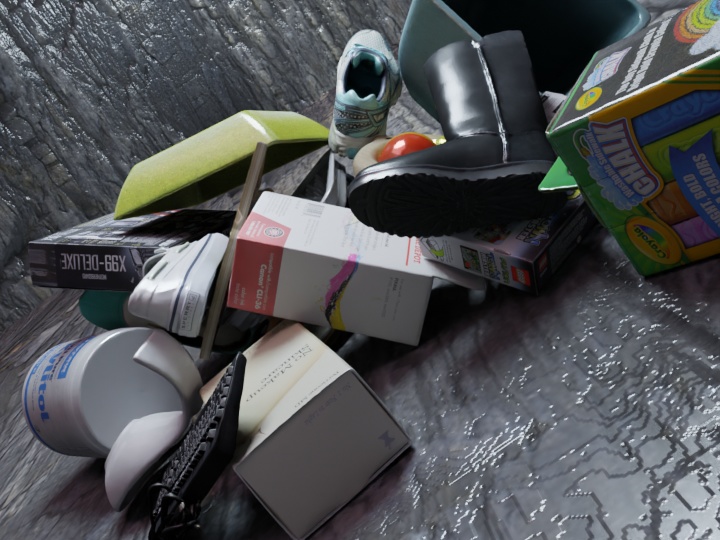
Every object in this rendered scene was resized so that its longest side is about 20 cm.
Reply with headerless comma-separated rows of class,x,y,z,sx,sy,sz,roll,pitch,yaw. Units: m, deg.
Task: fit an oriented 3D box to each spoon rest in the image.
spoon rest,-0.178,0.139,0.806,0.099,0.061,0.200,-57,-8,-48

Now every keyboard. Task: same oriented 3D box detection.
keyboard,-0.129,0.140,0.651,0.200,0.040,0.104,123,155,-48

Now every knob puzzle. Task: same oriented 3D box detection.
knob puzzle,-0.115,-0.008,0.898,0.220,0.030,0.220,-164,90,-83

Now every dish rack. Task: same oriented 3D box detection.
dish rack,-0.075,-0.028,0.997,0.200,0.044,0.172,-51,15,18

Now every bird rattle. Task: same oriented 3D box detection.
bird rattle,0.073,-0.095,0.910,0.163,0.113,0.200,1,36,13

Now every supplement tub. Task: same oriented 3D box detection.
supplement tub,-0.266,0.131,0.972,0.132,0.132,0.200,-47,17,-32

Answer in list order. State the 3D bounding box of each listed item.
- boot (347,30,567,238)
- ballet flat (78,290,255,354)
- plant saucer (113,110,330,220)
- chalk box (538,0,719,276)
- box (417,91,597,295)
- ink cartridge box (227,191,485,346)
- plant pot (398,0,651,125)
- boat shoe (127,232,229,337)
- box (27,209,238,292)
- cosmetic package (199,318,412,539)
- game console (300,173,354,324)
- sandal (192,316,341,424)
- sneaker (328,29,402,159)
boot,0.070,-0.119,0.749,0.165,0.066,0.200,-2,47,-1
ballet flat,-0.198,0.048,0.999,0.070,0.200,0.067,14,89,57
plant saucer,-0.146,-0.121,0.993,0.200,0.048,0.200,-22,2,18
chalk box,0.211,-0.088,0.594,0.200,0.124,0.125,-22,22,44
box,0.147,-0.070,0.751,0.110,0.035,0.200,21,54,36
ink cartridge box,0.000,0.000,0.781,0.116,0.200,0.068,-75,-3,-66
plant pot,0.157,-0.243,1.041,0.196,0.196,0.200,-45,-3,-27
boat shoe,-0.162,0.001,0.835,0.200,0.067,0.074,-108,34,-79
box,-0.231,-0.026,0.997,0.158,0.050,0.200,2,15,15
cosmetic package,-0.050,0.107,0.686,0.104,0.073,0.200,-40,15,-9
game console,-0.043,-0.022,1.023,0.177,0.031,0.200,-54,16,3
sandal,-0.087,0.077,0.880,0.200,0.055,0.082,-38,16,-5
sneaker,0.011,-0.215,1.023,0.086,0.078,0.200,98,177,-48
